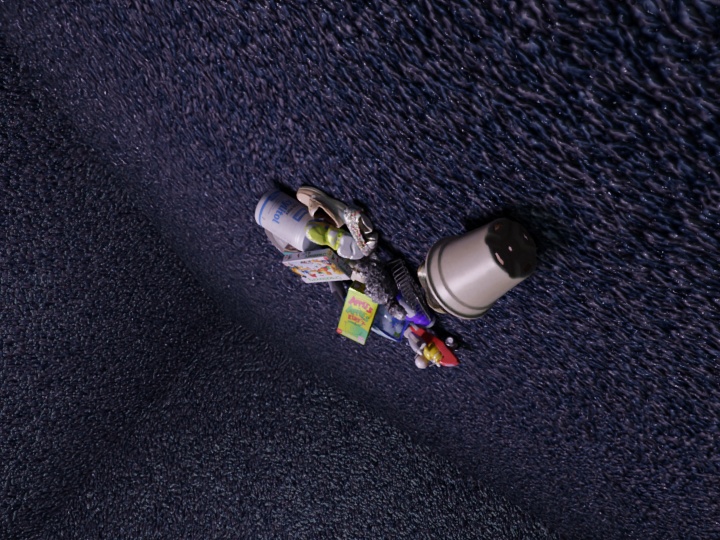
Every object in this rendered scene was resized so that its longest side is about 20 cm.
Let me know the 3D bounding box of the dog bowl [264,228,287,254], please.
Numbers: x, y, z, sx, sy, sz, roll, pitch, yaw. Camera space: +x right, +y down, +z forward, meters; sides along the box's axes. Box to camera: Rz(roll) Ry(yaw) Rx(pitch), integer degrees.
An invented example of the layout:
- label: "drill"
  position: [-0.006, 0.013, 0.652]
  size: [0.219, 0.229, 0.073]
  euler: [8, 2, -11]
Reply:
- label: "dog bowl"
  position: [-0.253, -0.111, 1.986]
  size: [0.199, 0.059, 0.201]
  euler: [33, 157, 16]

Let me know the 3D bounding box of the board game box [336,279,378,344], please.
- label: "board game box"
  position: [-0.003, 0.134, 1.723]
  size: [0.101, 0.048, 0.201]
  euler: [25, 130, 10]

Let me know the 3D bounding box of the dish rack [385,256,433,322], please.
- label: "dish rack"
  position: [0.144, 0.059, 1.566]
  size: [0.154, 0.054, 0.201]
  euler: [54, -169, -32]

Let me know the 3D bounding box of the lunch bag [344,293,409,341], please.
- label: "lunch bag"
  position: [0.050, 0.138, 1.848]
  size: [0.199, 0.128, 0.170]
  euler: [28, 173, -17]

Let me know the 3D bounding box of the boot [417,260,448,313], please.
- label: "boot"
  position: [0.254, 0.063, 1.501]
  size: [0.154, 0.072, 0.201]
  euler: [15, 148, 41]

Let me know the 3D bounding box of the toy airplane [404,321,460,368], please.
- label: "toy airplane"
  position: [0.219, 0.256, 1.832]
  size: [0.199, 0.142, 0.199]
  euler: [31, 176, -11]

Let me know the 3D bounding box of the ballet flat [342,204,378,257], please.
- label: "ballet flat"
  position: [0.013, -0.106, 1.555]
  size: [0.063, 0.076, 0.200]
  euler: [3, 145, 32]

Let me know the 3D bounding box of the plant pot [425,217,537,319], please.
- label: "plant pot"
  position: [0.272, -0.016, 1.181]
  size: [0.200, 0.201, 0.183]
  euler: [41, 147, -7]

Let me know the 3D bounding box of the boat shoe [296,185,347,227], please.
- label: "boat shoe"
  position: [-0.119, -0.186, 1.605]
  size: [0.199, 0.069, 0.074]
  euler: [27, 156, 28]

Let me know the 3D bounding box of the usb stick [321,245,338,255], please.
- label: "usb stick"
  position: [-0.134, -0.087, 1.856]
  size: [0.200, 0.033, 0.055]
  euler: [45, 160, -16]

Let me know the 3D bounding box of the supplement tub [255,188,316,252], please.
- label: "supplement tub"
  position: [-0.224, -0.161, 1.742]
  size: [0.199, 0.132, 0.132]
  euler: [31, 157, 18]

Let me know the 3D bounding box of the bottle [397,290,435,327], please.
- label: "bottle"
  position: [0.158, 0.115, 1.730]
  size: [0.065, 0.084, 0.199]
  euler: [-35, 123, 30]

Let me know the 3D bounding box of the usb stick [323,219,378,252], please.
- label: "usb stick"
  position: [-0.030, -0.105, 1.673]
  size: [0.199, 0.033, 0.055]
  euler: [38, 158, 1]

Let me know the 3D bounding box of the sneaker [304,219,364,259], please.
- label: "sneaker"
  position: [-0.074, -0.106, 1.634]
  size: [0.199, 0.076, 0.105]
  euler: [26, -161, -20]

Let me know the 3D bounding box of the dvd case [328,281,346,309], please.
- label: "dvd case"
  position: [-0.082, 0.062, 1.958]
  size: [0.143, 0.017, 0.201]
  euler: [55, -172, -38]

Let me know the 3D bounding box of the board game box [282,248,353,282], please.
- label: "board game box"
  position: [-0.136, -0.013, 1.727]
  size: [0.199, 0.035, 0.126]
  euler: [-6, 144, 40]

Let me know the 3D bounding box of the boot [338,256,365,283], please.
- label: "boot"
  position: [0.000, 0.000, 1.755]
  size: [0.155, 0.072, 0.200]
  euler: [44, 165, -12]

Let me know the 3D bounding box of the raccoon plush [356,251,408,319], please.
- label: "raccoon plush"
  position: [0.072, 0.033, 1.569]
  size: [0.199, 0.097, 0.135]
  euler: [34, 155, 41]

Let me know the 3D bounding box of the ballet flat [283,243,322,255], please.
- label: "ballet flat"
  position: [-0.170, -0.065, 1.801]
  size: [0.199, 0.068, 0.068]
  euler: [15, 156, 31]
